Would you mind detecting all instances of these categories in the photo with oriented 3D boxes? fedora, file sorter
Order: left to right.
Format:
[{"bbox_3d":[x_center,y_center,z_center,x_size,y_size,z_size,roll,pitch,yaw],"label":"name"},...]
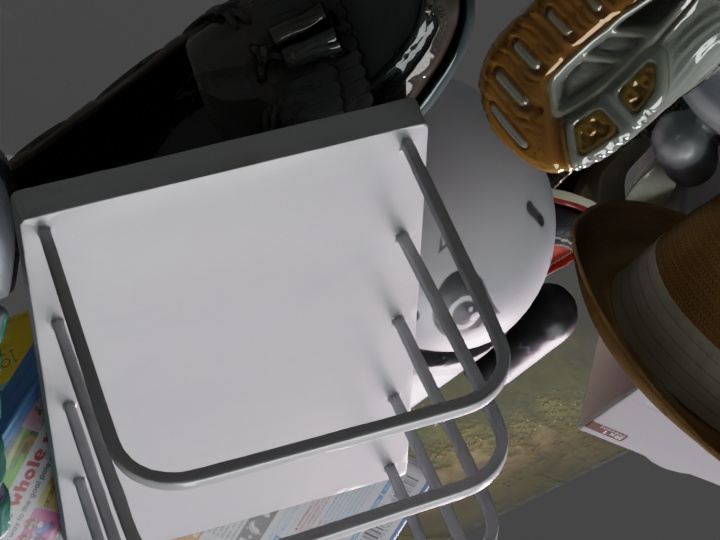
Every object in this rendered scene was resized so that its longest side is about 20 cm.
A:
[{"bbox_3d":[-0.029,0.067,0.747,0.138,0.125,0.201,-14,141,-13],"label":"file sorter"},{"bbox_3d":[0.186,0.017,0.928,0.200,0.201,0.082,-9,142,-51],"label":"fedora"}]

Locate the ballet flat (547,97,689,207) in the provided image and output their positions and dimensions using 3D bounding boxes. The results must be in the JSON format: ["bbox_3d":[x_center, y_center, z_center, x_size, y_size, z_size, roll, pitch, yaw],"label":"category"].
[{"bbox_3d":[0.113,-0.047,1.067,0.067,0.076,0.200,-20,167,-24],"label":"ballet flat"}]

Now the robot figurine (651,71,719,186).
[{"bbox_3d":[0.189,-0.099,0.918,0.169,0.113,0.200,-39,165,13],"label":"robot figurine"}]

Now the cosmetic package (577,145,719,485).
[{"bbox_3d":[0.185,-0.003,1.069,0.106,0.202,0.090,19,153,-11],"label":"cosmetic package"}]

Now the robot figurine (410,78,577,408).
[{"bbox_3d":[-0.001,0.001,0.925,0.149,0.126,0.200,-16,165,-35],"label":"robot figurine"}]

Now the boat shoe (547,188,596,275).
[{"bbox_3d":[0.047,0.004,1.071,0.071,0.063,0.200,22,159,-26],"label":"boat shoe"}]

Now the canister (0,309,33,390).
[{"bbox_3d":[-0.138,0.132,1.020,0.148,0.201,0.086,-34,165,35],"label":"canister"}]

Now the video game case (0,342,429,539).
[{"bbox_3d":[-0.076,0.105,0.881,0.199,0.018,0.144,30,95,-39],"label":"video game case"}]

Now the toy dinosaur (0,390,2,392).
[{"bbox_3d":[-0.216,0.099,0.871,0.180,0.105,0.201,10,117,-18],"label":"toy dinosaur"}]

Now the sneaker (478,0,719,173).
[{"bbox_3d":[0.129,-0.113,0.765,0.199,0.076,0.088,-31,-174,27],"label":"sneaker"}]

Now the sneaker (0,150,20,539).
[{"bbox_3d":[-0.169,0.047,0.746,0.087,0.202,0.074,-6,-159,-30],"label":"sneaker"}]

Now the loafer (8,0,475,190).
[{"bbox_3d":[-0.050,-0.052,0.756,0.199,0.072,0.063,-31,161,31],"label":"loafer"}]
